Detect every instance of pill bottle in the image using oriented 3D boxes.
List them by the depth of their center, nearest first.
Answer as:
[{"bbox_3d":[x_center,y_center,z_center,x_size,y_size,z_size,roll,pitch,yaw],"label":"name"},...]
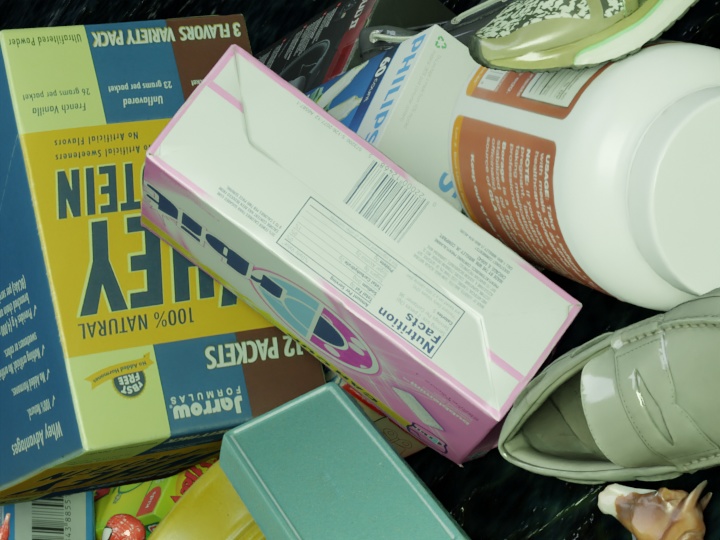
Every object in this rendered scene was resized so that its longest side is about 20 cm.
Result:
[{"bbox_3d":[0.120,-0.044,1.023,0.113,0.112,0.200,-55,21,-3],"label":"pill bottle"}]

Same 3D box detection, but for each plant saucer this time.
[{"bbox_3d":[-0.009,0.094,0.990,0.069,0.019,0.200,-25,21,-8],"label":"plant saucer"}]

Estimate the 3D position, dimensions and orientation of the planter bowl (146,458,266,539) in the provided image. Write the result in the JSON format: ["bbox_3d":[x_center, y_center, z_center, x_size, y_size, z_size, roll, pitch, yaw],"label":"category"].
[{"bbox_3d":[-0.048,0.176,1.090,0.200,0.083,0.201,-46,21,23],"label":"planter bowl"}]

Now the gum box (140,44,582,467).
[{"bbox_3d":[0.000,0.000,1.051,0.066,0.199,0.114,-52,-4,-15],"label":"gum box"}]

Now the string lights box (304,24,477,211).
[{"bbox_3d":[-0.010,-0.044,1.211,0.200,0.059,0.103,-21,39,58],"label":"string lights box"}]

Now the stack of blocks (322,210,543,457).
[{"bbox_3d":[0.040,-0.005,1.212,0.115,0.058,0.201,-31,31,47],"label":"stack of blocks"}]

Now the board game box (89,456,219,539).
[{"bbox_3d":[-0.129,0.125,1.399,0.200,0.047,0.102,-22,38,55],"label":"board game box"}]

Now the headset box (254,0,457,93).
[{"bbox_3d":[-0.021,-0.084,1.447,0.199,0.077,0.150,-25,36,52],"label":"headset box"}]

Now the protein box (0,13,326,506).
[{"bbox_3d":[-0.136,0.001,1.196,0.198,0.134,0.202,-27,74,58],"label":"protein box"}]

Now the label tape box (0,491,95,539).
[{"bbox_3d":[-0.226,0.199,1.395,0.200,0.063,0.146,-25,63,53],"label":"label tape box"}]

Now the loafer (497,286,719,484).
[{"bbox_3d":[0.121,0.051,0.917,0.069,0.070,0.200,-28,0,-27],"label":"loafer"}]

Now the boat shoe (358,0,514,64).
[{"bbox_3d":[0.079,-0.141,1.265,0.199,0.072,0.063,-27,73,30],"label":"boat shoe"}]

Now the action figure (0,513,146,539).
[{"bbox_3d":[-0.168,0.194,1.224,0.065,0.099,0.201,-12,-46,-55],"label":"action figure"}]

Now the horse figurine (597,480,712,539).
[{"bbox_3d":[0.048,0.156,0.895,0.131,0.050,0.200,2,37,27],"label":"horse figurine"}]

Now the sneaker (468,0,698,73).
[{"bbox_3d":[0.119,-0.158,0.991,0.199,0.089,0.077,-36,21,-7],"label":"sneaker"}]
